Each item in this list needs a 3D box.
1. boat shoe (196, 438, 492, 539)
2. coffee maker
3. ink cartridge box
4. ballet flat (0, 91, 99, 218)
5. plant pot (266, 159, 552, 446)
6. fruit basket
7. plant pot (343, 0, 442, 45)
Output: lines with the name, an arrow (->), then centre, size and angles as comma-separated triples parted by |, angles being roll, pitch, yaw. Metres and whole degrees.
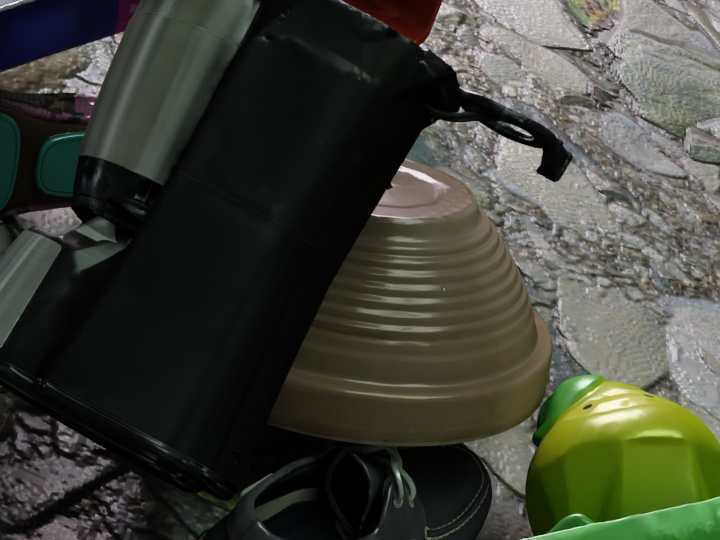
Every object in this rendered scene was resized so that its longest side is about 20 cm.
boat shoe -> 0.004, 0.110, 0.866 | 0.073, 0.063, 0.199 | 46, 35, 23
coffee maker -> -0.049, -0.011, 0.790 | 0.191, 0.201, 0.135 | 21, -11, 30
ink cartridge box -> -0.193, -0.117, 0.934 | 0.199, 0.044, 0.196 | 0, 18, 32
ballet flat -> -0.180, -0.064, 0.961 | 0.199, 0.070, 0.071 | -5, 29, -41
plant pot -> 0.000, 0.000, 0.925 | 0.199, 0.093, 0.201 | 8, 20, -3
fruit basket -> 0.133, 0.118, 0.841 | 0.214, 0.156, 0.217 | 1, 63, -2
plant pot -> -0.042, -0.288, 1.267 | 0.199, 0.201, 0.176 | 5, 29, -34
